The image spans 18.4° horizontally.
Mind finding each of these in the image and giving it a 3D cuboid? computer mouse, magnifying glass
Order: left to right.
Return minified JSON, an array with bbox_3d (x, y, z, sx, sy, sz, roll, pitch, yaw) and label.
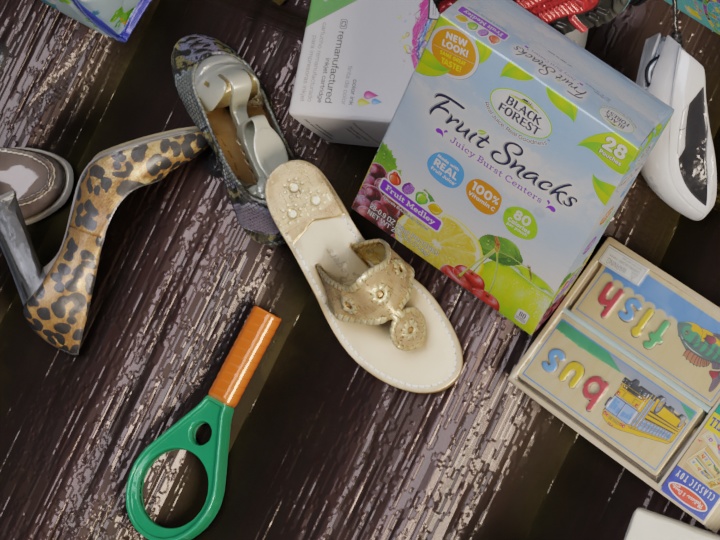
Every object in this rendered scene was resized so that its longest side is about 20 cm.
[{"bbox_3d":[-0.118,0.121,1.737,0.080,0.022,0.200,27,90,28],"label":"magnifying glass"},{"bbox_3d":[0.216,-0.129,1.582,0.044,0.110,0.200,-13,105,-18],"label":"computer mouse"}]

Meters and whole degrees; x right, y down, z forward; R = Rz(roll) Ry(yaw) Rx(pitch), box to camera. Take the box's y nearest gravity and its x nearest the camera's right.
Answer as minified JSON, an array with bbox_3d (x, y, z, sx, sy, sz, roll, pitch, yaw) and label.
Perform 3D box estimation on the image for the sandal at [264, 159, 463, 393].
[{"bbox_3d":[-0.005,0.004,1.657,0.078,0.070,0.212,-37,80,-1],"label":"sandal"}]

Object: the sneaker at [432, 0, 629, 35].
[{"bbox_3d":[0.138,-0.208,1.575,0.200,0.079,0.096,-7,35,50],"label":"sneaker"}]

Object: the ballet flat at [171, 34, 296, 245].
[{"bbox_3d":[-0.091,-0.118,1.757,0.072,0.072,0.201,-30,68,14],"label":"ballet flat"}]

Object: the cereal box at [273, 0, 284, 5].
[{"bbox_3d":[-0.079,-0.335,1.827,0.144,0.040,0.200,-44,64,7],"label":"cereal box"}]

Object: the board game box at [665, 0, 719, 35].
[{"bbox_3d":[0.262,-0.215,1.580,0.200,0.151,0.047,37,84,27],"label":"board game box"}]

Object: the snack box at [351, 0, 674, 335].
[{"bbox_3d":[0.104,-0.078,1.578,0.169,0.068,0.200,35,133,11],"label":"snack box"}]

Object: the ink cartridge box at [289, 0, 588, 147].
[{"bbox_3d":[0.062,-0.169,1.696,0.200,0.084,0.145,7,80,25],"label":"ink cartridge box"}]

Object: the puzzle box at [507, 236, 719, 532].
[{"bbox_3d":[0.213,0.078,1.579,0.200,0.025,0.133,35,91,36],"label":"puzzle box"}]

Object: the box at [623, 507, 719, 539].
[{"bbox_3d":[0.274,0.227,1.500,0.200,0.082,0.069,18,85,28],"label":"box"}]

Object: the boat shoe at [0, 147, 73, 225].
[{"bbox_3d":[-0.337,-0.076,1.862,0.200,0.060,0.072,2,76,24],"label":"boat shoe"}]

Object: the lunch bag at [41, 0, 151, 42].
[{"bbox_3d":[-0.264,-0.298,1.811,0.170,0.200,0.128,32,91,28],"label":"lunch bag"}]

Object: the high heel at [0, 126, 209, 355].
[{"bbox_3d":[-0.190,-0.026,1.799,0.200,0.071,0.143,-23,91,3],"label":"high heel"}]
